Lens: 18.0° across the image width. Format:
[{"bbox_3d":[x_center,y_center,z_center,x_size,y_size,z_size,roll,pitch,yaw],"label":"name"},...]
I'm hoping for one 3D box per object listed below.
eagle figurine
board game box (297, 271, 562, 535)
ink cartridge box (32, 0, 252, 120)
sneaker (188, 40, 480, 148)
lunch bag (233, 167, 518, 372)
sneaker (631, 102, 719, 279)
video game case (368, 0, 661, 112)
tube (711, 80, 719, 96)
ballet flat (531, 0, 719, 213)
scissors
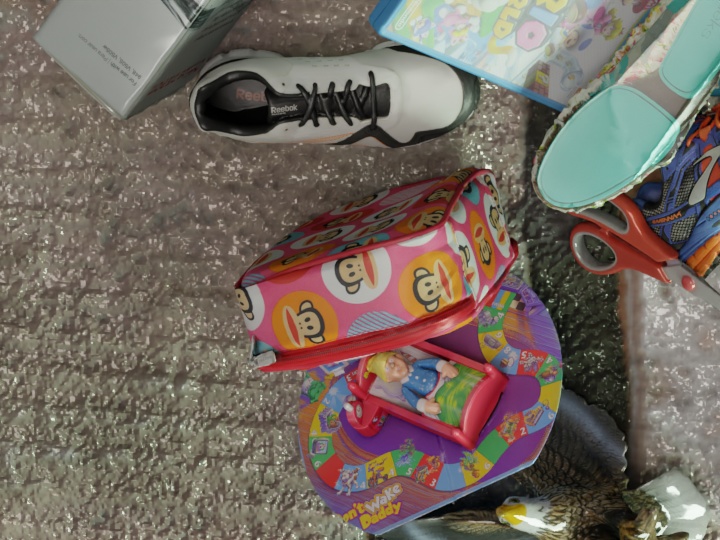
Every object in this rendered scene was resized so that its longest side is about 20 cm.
[{"bbox_3d":[0.122,0.157,1.535,0.199,0.151,0.152,27,70,40],"label":"eagle figurine"},{"bbox_3d":[0.036,0.078,1.510,0.199,0.039,0.159,-26,55,18],"label":"board game box"},{"bbox_3d":[-0.105,-0.207,1.459,0.083,0.147,0.200,40,110,2],"label":"ink cartridge box"},{"bbox_3d":[-0.020,-0.109,1.503,0.198,0.080,0.074,-3,103,13],"label":"sneaker"},{"bbox_3d":[0.000,0.000,1.464,0.175,0.200,0.083,-14,101,20],"label":"lunch bag"},{"bbox_3d":[0.227,-0.075,1.432,0.078,0.075,0.201,37,132,10],"label":"sneaker"},{"bbox_3d":[0.116,-0.174,1.379,0.143,0.199,0.018,-53,47,20],"label":"video game case"},{"bbox_3d":[0.227,-0.142,1.454,0.198,0.050,0.078,7,94,17],"label":"tube"},{"bbox_3d":[0.185,-0.117,1.418,0.076,0.064,0.200,41,107,-7],"label":"ballet flat"},{"bbox_3d":[0.202,-0.004,1.456,0.199,0.014,0.074,28,135,41],"label":"scissors"}]
